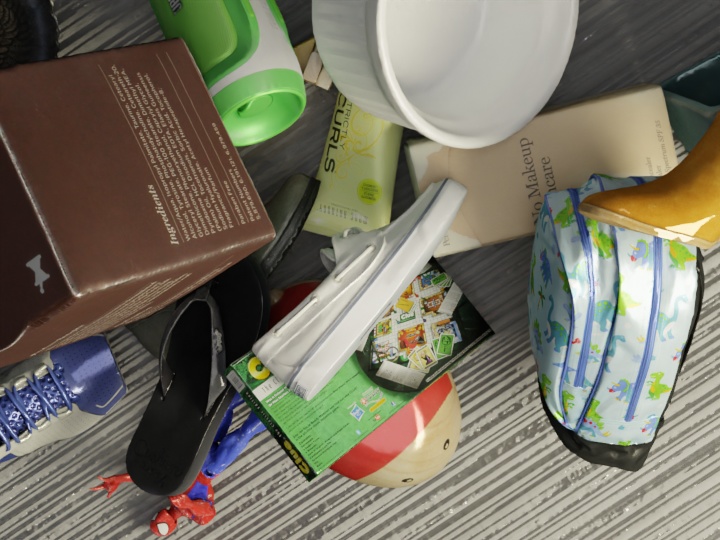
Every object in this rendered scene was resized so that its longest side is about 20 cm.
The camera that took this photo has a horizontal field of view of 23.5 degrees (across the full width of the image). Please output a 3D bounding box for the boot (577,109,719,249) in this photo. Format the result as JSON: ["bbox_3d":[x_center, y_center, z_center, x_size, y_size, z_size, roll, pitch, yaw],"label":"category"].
[{"bbox_3d":[0.245,-0.087,1.151,0.201,0.071,0.144,7,98,-22],"label":"boot"}]

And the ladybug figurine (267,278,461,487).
[{"bbox_3d":[-0.005,0.091,1.364,0.200,0.072,0.136,43,94,-4],"label":"ladybug figurine"}]

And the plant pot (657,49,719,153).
[{"bbox_3d":[0.365,-0.088,1.295,0.195,0.196,0.200,-29,101,2],"label":"plant pot"}]

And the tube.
[{"bbox_3d":[0.008,-0.120,1.352,0.052,0.058,0.201,9,100,-24],"label":"tube"}]

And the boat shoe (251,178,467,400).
[{"bbox_3d":[0.000,0.000,1.262,0.065,0.074,0.200,38,73,6],"label":"boat shoe"}]

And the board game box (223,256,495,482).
[{"bbox_3d":[0.002,0.062,1.307,0.200,0.023,0.105,-35,86,-32],"label":"board game box"}]

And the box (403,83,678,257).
[{"bbox_3d":[0.140,-0.078,1.343,0.199,0.078,0.095,-15,97,1],"label":"box"}]

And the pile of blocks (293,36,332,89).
[{"bbox_3d":[-0.100,-0.141,1.343,0.200,0.062,0.082,-32,96,2],"label":"pile of blocks"}]

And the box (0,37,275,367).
[{"bbox_3d":[-0.203,-0.045,1.201,0.166,0.200,0.165,-29,83,39],"label":"box"}]

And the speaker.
[{"bbox_3d":[-0.110,-0.195,1.290,0.088,0.088,0.200,-25,69,2],"label":"speaker"}]

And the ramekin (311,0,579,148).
[{"bbox_3d":[0.059,-0.195,1.273,0.200,0.098,0.201,-11,108,-38],"label":"ramekin"}]

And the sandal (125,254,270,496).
[{"bbox_3d":[-0.122,0.073,1.292,0.076,0.043,0.201,16,88,25],"label":"sandal"}]

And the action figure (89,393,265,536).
[{"bbox_3d":[-0.131,0.141,1.337,0.065,0.099,0.200,49,124,26],"label":"action figure"}]

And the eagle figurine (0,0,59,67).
[{"bbox_3d":[-0.293,-0.173,1.292,0.200,0.151,0.152,-45,84,11],"label":"eagle figurine"}]

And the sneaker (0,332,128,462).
[{"bbox_3d":[-0.279,0.120,1.343,0.199,0.115,0.081,-25,97,2],"label":"sneaker"}]

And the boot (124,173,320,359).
[{"bbox_3d":[-0.133,-0.022,1.350,0.131,0.068,0.200,38,101,-3],"label":"boot"}]

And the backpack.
[{"bbox_3d":[0.185,0.021,1.268,0.153,0.163,0.200,14,136,-14],"label":"backpack"}]
